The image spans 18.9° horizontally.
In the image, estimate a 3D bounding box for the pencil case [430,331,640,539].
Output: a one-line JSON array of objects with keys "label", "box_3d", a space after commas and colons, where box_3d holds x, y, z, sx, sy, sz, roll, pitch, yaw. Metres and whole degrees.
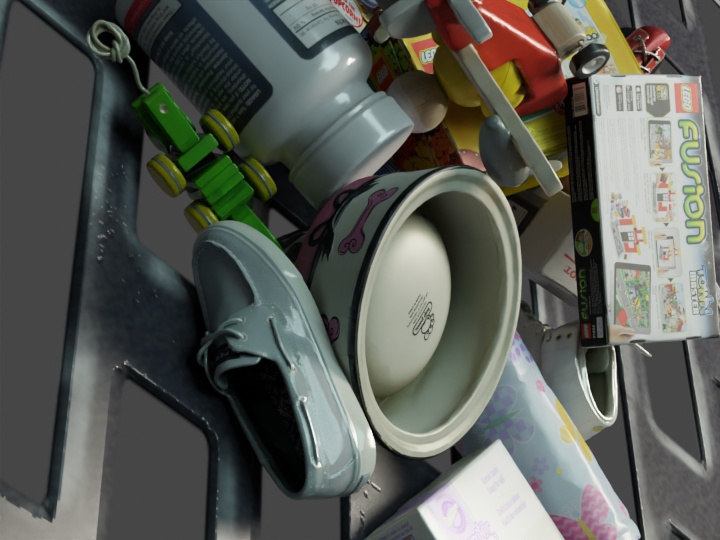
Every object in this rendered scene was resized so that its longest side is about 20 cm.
[{"label": "pencil case", "box_3d": [0.119, 0.139, 1.573, 0.200, 0.091, 0.083, 60, 18, 5]}]

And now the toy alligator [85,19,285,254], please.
[{"label": "toy alligator", "box_3d": [-0.119, -0.084, 1.452, 0.200, 0.059, 0.054, 52, -14, -10]}]

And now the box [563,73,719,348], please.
[{"label": "box", "box_3d": [0.210, -0.045, 1.620, 0.110, 0.035, 0.201, -2, 87, -32]}]

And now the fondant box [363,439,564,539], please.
[{"label": "fondant box", "box_3d": [0.101, 0.232, 1.472, 0.200, 0.058, 0.144, 56, 30, 2]}]

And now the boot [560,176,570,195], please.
[{"label": "boot", "box_3d": [0.163, -0.081, 1.791, 0.200, 0.069, 0.188, 40, -9, 15]}]

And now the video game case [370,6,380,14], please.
[{"label": "video game case", "box_3d": [-0.020, -0.313, 1.793, 0.143, 0.017, 0.200, -95, 161, -65]}]

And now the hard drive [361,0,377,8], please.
[{"label": "hard drive", "box_3d": [-0.059, -0.288, 1.689, 0.132, 0.025, 0.200, 41, 6, -37]}]

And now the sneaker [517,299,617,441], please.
[{"label": "sneaker", "box_3d": [0.140, 0.054, 1.669, 0.074, 0.115, 0.201, 23, 43, -45]}]

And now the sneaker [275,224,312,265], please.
[{"label": "sneaker", "box_3d": [0.000, 0.000, 1.539, 0.200, 0.080, 0.084, -15, 88, -59]}]

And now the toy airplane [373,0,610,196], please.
[{"label": "toy airplane", "box_3d": [0.068, -0.150, 1.512, 0.199, 0.141, 0.200, 42, 22, -16]}]

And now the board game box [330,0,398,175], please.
[{"label": "board game box", "box_3d": [-0.032, -0.153, 1.669, 0.151, 0.046, 0.200, 42, 31, -28]}]

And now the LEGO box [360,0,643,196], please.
[{"label": "LEGO box", "box_3d": [0.111, -0.141, 1.659, 0.199, 0.077, 0.149, -18, 75, -31]}]

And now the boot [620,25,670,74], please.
[{"label": "boot", "box_3d": [0.222, -0.160, 1.924, 0.072, 0.144, 0.200, 48, 7, -13]}]

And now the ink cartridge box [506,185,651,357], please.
[{"label": "ink cartridge box", "box_3d": [0.162, -0.017, 1.723, 0.116, 0.067, 0.200, 36, 0, -37]}]

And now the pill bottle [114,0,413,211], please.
[{"label": "pill bottle", "box_3d": [-0.063, -0.143, 1.490, 0.200, 0.120, 0.120, 48, 26, 6]}]

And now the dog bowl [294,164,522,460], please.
[{"label": "dog bowl", "box_3d": [0.027, 0.023, 1.468, 0.200, 0.074, 0.201, -21, 116, -51]}]

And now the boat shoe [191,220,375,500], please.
[{"label": "boat shoe", "box_3d": [-0.062, 0.056, 1.377, 0.071, 0.070, 0.201, -9, 64, -49]}]
